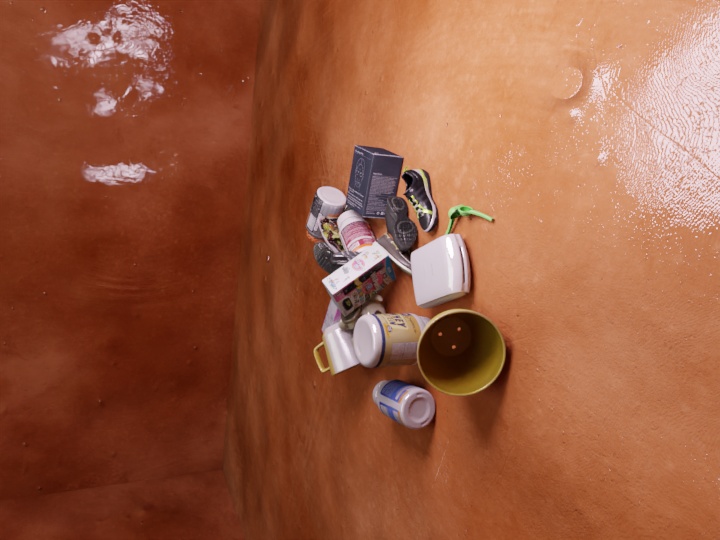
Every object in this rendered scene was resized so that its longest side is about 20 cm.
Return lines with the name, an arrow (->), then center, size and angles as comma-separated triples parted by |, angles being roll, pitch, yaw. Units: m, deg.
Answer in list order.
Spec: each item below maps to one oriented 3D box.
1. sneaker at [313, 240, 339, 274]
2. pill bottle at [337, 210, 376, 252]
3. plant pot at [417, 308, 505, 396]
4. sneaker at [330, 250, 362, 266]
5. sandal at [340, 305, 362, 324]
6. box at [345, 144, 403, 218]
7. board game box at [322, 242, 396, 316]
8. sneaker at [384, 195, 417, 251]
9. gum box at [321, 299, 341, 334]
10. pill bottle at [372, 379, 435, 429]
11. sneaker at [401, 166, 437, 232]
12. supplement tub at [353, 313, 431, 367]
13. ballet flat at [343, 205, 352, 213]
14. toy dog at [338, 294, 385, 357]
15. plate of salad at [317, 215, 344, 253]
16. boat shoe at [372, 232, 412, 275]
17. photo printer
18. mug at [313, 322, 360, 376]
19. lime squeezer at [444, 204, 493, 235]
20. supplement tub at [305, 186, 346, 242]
sneaker -> -0.087, -0.025, 1.969 | 0.076, 0.199, 0.114 | -45, 4, 11
pill bottle -> -0.008, -0.103, 1.859 | 0.110, 0.109, 0.200 | 115, 145, -40
plant pot -> 0.226, 0.174, 1.312 | 0.142, 0.200, 0.200 | -92, 8, -79
sneaker -> 0.000, 0.000, 1.747 | 0.075, 0.200, 0.116 | -119, 31, -55
sandal -> -0.037, 0.084, 1.755 | 0.080, 0.054, 0.200 | -29, 39, 33
box -> 0.040, -0.282, 1.768 | 0.148, 0.107, 0.200 | -136, 51, -57
board game box -> 0.000, 0.028, 1.655 | 0.064, 0.200, 0.148 | 48, 170, 31
sneaker -> 0.115, -0.128, 1.663 | 0.091, 0.076, 0.200 | 112, 157, -48
gum box -> -0.055, 0.161, 1.941 | 0.066, 0.113, 0.200 | 61, 141, 46
pill bottle -> 0.116, 0.373, 1.585 | 0.200, 0.112, 0.112 | -176, 87, -65
sneaker -> 0.154, -0.197, 1.555 | 0.072, 0.083, 0.200 | 135, 131, -56
supplement tub -> 0.096, 0.190, 1.529 | 0.144, 0.200, 0.145 | -3, 87, 64
ballet flat -> -0.013, -0.225, 1.934 | 0.200, 0.068, 0.068 | -56, 29, 33
toy dog -> 0.052, 0.195, 1.729 | 0.194, 0.139, 0.200 | -54, 40, 22
plate of salad -> -0.077, -0.114, 1.949 | 0.048, 0.200, 0.200 | -34, 51, 18
boat shoe -> 0.111, -0.052, 1.657 | 0.061, 0.072, 0.201 | -47, 44, -1
photo printer -> 0.210, 0.001, 1.448 | 0.200, 0.069, 0.167 | 151, 117, -61
mug -> -0.071, 0.259, 1.853 | 0.149, 0.186, 0.153 | 75, 172, -79
lime squeezer -> 0.255, -0.132, 1.398 | 0.200, 0.038, 0.071 | -22, 69, 61
supplement tub -> -0.136, -0.207, 2.112 | 0.123, 0.122, 0.200 | -113, 34, -40
